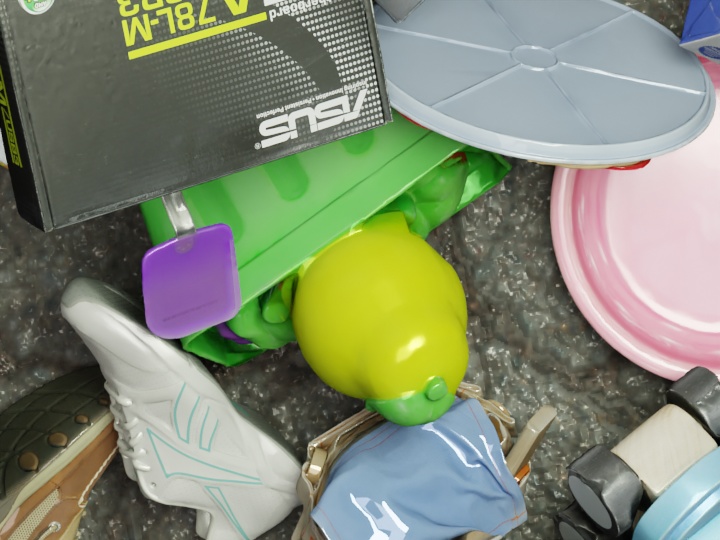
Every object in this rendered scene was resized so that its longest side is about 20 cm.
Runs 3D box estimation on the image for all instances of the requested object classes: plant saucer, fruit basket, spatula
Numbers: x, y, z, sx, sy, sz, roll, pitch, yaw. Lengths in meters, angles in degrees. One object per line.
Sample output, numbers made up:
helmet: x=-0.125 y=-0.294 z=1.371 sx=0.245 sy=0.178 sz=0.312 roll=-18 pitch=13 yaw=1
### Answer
plant saucer: x=0.207 y=-0.035 z=1.616 sx=0.200 sy=0.051 sz=0.201 roll=0 pitch=95 yaw=4
fruit basket: x=0.000 y=0.000 z=1.575 sx=0.215 sy=0.155 sz=0.217 roll=-1 pitch=83 yaw=11
spatula: x=-0.102 y=-0.056 z=1.470 sx=0.056 sy=0.021 sz=0.201 roll=-21 pitch=114 yaw=-22

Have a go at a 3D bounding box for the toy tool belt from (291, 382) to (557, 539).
toy tool belt: x=0.016 y=0.141 z=1.572 sx=0.200 sy=0.123 sz=0.125 roll=-36 pitch=90 yaw=-25

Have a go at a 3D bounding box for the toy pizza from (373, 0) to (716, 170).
toy pizza: x=0.091 y=-0.101 z=1.532 sx=0.199 sy=0.200 sz=0.032 roll=11 pitch=121 yaw=2

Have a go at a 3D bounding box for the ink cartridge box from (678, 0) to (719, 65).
ink cartridge box: x=0.271 y=-0.131 z=1.551 sx=0.199 sy=0.044 sz=0.094 roll=23 pitch=74 yaw=-26

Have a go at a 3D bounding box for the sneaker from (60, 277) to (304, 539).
sneaker: x=-0.108 y=0.086 z=1.600 sx=0.080 sy=0.070 sz=0.200 roll=-41 pitch=118 yaw=1

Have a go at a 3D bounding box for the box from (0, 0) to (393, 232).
box: x=-0.093 y=-0.139 z=1.412 sx=0.199 sy=0.047 sz=0.194 roll=-18 pitch=109 yaw=-23

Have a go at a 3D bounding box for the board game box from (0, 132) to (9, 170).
board game box: x=-0.179 y=-0.121 z=1.550 sx=0.103 sy=0.200 sz=0.105 roll=32 pitch=95 yaw=-1

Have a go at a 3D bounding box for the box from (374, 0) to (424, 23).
box: x=0.029 y=-0.268 z=1.488 sx=0.200 sy=0.104 sz=0.182 roll=-43 pitch=101 yaw=14

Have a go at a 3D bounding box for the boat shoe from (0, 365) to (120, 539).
boat shoe: x=-0.199 y=0.141 z=1.648 sx=0.200 sy=0.076 sz=0.074 roll=-43 pitch=125 yaw=-4

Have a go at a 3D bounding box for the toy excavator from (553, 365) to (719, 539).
toy excavator: x=0.208 y=0.183 z=1.595 sx=0.100 sy=0.195 sz=0.200 roll=-35 pitch=68 yaw=-17
